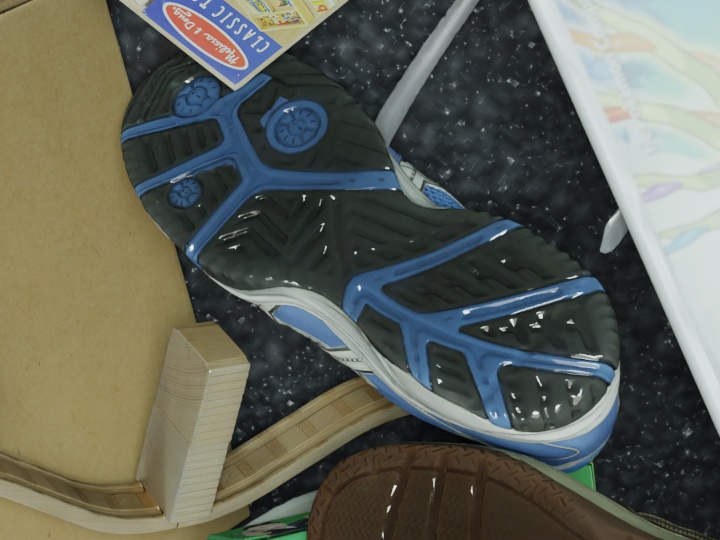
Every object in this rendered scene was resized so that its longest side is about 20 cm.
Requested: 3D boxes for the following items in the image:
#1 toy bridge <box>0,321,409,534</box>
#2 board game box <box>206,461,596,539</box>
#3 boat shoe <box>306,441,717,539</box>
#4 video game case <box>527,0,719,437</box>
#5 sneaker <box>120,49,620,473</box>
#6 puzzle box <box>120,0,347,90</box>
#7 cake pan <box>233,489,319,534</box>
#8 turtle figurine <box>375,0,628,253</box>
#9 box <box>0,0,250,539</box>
[{"bbox_3d":[-0.054,0.050,0.833,0.199,0.027,0.067,-7,126,-35],"label":"toy bridge"},{"bbox_3d":[0.028,0.172,0.849,0.134,0.029,0.201,-10,94,-31],"label":"board game box"},{"bbox_3d":[0.078,0.105,0.767,0.202,0.075,0.075,19,87,34],"label":"boat shoe"},{"bbox_3d":[0.154,-0.049,0.692,0.182,0.022,0.201,-24,90,12],"label":"video game case"},{"bbox_3d":[0.000,0.000,0.816,0.076,0.077,0.200,-45,61,-10],"label":"sneaker"},{"bbox_3d":[-0.060,-0.149,0.743,0.133,0.025,0.200,-36,125,26],"label":"puzzle box"},{"bbox_3d":[-0.002,0.169,0.870,0.200,0.037,0.201,0,90,-30],"label":"cake pan"},{"bbox_3d":[0.097,-0.116,0.765,0.199,0.144,0.195,-7,109,0],"label":"turtle figurine"},{"bbox_3d":[-0.118,0.025,0.825,0.021,0.163,0.201,2,114,43],"label":"box"}]
